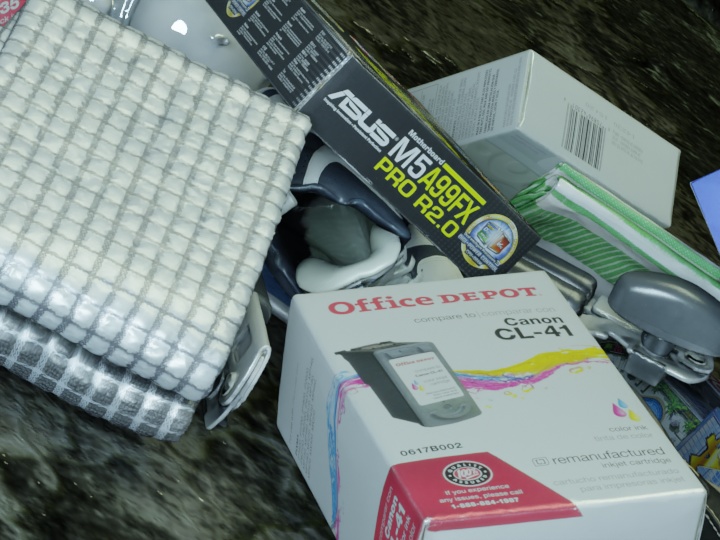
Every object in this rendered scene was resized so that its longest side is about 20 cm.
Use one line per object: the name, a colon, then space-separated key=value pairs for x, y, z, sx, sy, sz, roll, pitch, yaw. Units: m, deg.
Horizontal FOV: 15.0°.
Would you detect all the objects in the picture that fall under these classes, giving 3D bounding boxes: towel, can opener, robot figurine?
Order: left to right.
towel: x=-0.128 y=-0.028 z=1.279 sx=0.165 sy=0.086 sz=0.200 roll=26 pitch=41 yaw=-10
robot figurine: x=-0.125 y=-0.150 z=1.629 sx=0.200 sy=0.113 sz=0.170 roll=25 pitch=9 yaw=40
can opener: x=-0.083 y=0.016 z=1.395 sx=0.067 sy=0.053 sz=0.200 roll=30 pitch=15 yaw=-20
can opener: x=0.121 y=0.002 z=1.577 sx=0.200 sy=0.067 sz=0.053 roll=29 pitch=24 yaw=7
towel: x=0.130 y=0.010 z=1.668 sx=0.152 sy=0.200 sz=0.023 roll=32 pitch=61 yaw=-14

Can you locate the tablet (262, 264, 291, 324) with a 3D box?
tablet: x=0.001 y=0.036 z=1.580 sx=0.200 sy=0.014 sz=0.130 roll=36 pitch=15 yaw=0

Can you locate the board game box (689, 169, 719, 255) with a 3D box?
board game box: x=0.258 y=0.038 z=1.582 sx=0.200 sy=0.045 sz=0.134 roll=68 pitch=12 yaw=10

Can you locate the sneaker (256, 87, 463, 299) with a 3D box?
sneaker: x=0.000 y=0.000 z=1.478 sx=0.199 sy=0.079 sz=0.130 roll=54 pitch=8 yaw=-31

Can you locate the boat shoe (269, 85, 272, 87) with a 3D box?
boat shoe: x=-0.041 y=-0.088 z=1.776 sx=0.200 sy=0.071 sz=0.064 roll=30 pitch=47 yaw=-46

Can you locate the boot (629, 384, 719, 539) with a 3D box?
boot: x=0.128 y=0.117 z=1.485 sx=0.151 sy=0.073 sz=0.200 roll=19 pitch=28 yaw=-43

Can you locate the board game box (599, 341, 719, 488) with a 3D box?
board game box: x=0.220 y=0.116 z=1.636 sx=0.200 sy=0.062 sz=0.200 roll=49 pitch=12 yaw=30

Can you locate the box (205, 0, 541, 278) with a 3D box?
box: x=0.001 y=-0.087 z=1.464 sx=0.160 sy=0.044 sz=0.200 roll=43 pitch=5 yaw=-30

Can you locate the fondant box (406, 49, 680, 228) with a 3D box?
fondant box: x=0.074 y=-0.058 z=1.675 sx=0.144 sy=0.200 sz=0.058 roll=29 pitch=60 yaw=-37

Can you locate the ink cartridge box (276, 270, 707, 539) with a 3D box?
ink cartridge box: x=0.058 y=0.089 z=1.317 sx=0.147 sy=0.086 sz=0.200 roll=-5 pitch=34 yaw=-20

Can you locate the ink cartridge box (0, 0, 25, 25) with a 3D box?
ink cartridge box: x=-0.253 y=-0.238 z=1.514 sx=0.083 sy=0.200 sz=0.147 roll=-20 pitch=45 yaw=-21
